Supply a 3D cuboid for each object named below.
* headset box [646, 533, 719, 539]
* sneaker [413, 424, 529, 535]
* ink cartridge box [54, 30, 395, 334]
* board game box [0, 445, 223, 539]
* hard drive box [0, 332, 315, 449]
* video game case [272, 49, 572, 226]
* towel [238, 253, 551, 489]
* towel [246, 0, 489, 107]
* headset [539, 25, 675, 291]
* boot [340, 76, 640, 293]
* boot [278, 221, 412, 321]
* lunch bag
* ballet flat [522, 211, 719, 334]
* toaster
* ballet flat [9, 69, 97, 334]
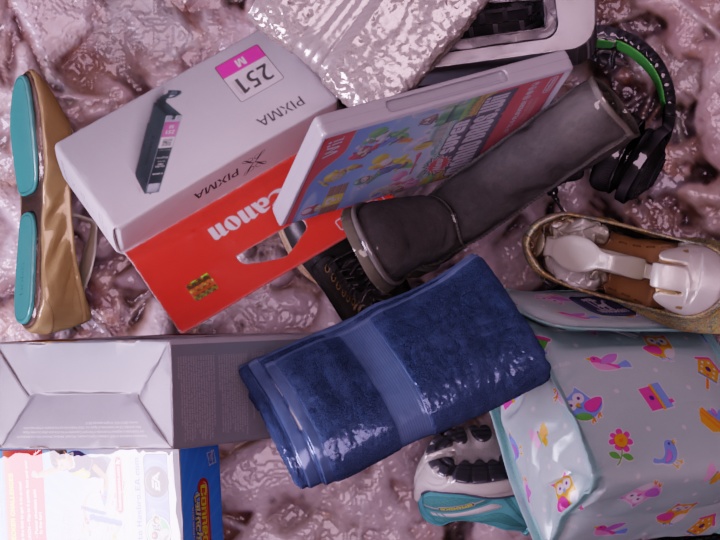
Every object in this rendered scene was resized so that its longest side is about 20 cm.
[{"bbox_3d":[0.257,0.301,1.696,0.173,0.093,0.202,-11,89,0],"label":"headset box"},{"bbox_3d":[0.136,0.159,1.718,0.198,0.078,0.080,1,133,-11],"label":"sneaker"},{"bbox_3d":[-0.098,-0.071,1.675,0.199,0.044,0.174,-31,61,-15],"label":"ink cartridge box"},{"bbox_3d":[-0.195,0.228,1.681,0.194,0.056,0.202,-3,90,30],"label":"board game box"},{"bbox_3d":[-0.141,0.085,1.630,0.155,0.200,0.078,-2,89,30],"label":"hard drive box"},{"bbox_3d":[0.043,-0.094,1.615,0.199,0.143,0.018,-16,71,-22],"label":"video game case"},{"bbox_3d":[0.025,0.070,1.564,0.199,0.049,0.112,-23,52,-13],"label":"towel"},{"bbox_3d":[0.029,-0.213,1.587,0.132,0.034,0.200,41,98,8],"label":"towel"},{"bbox_3d":[0.173,-0.085,1.727,0.122,0.094,0.202,8,74,5],"label":"headset"},{"bbox_3d":[0.096,-0.063,1.608,0.199,0.182,0.073,-27,89,19],"label":"boot"},{"bbox_3d":[0.000,0.000,1.683,0.077,0.138,0.200,-37,88,0],"label":"boot"},{"bbox_3d":[0.183,0.090,1.648,0.169,0.122,0.201,-1,52,-26],"label":"lunch bag"},{"bbox_3d":[0.203,0.000,1.612,0.199,0.071,0.071,16,89,29],"label":"ballet flat"},{"bbox_3d":[0.090,-0.231,1.658,0.198,0.119,0.183,-6,90,5],"label":"toaster"},{"bbox_3d":[-0.234,-0.053,1.735,0.063,0.069,0.202,-1,92,-27],"label":"ballet flat"}]
